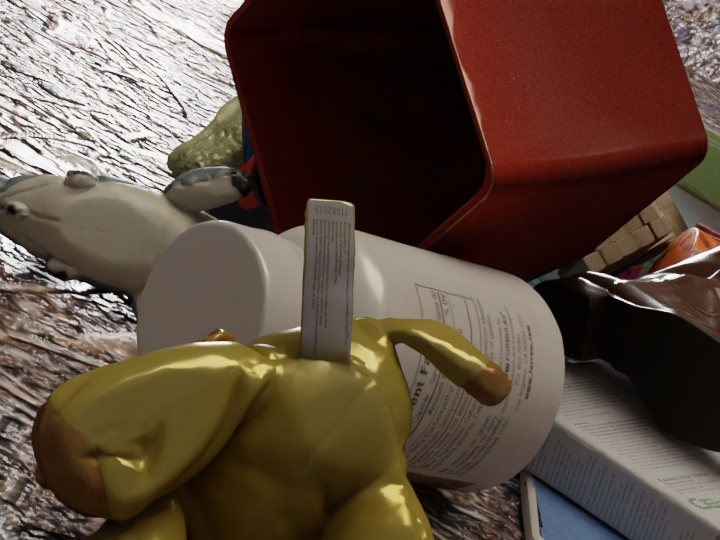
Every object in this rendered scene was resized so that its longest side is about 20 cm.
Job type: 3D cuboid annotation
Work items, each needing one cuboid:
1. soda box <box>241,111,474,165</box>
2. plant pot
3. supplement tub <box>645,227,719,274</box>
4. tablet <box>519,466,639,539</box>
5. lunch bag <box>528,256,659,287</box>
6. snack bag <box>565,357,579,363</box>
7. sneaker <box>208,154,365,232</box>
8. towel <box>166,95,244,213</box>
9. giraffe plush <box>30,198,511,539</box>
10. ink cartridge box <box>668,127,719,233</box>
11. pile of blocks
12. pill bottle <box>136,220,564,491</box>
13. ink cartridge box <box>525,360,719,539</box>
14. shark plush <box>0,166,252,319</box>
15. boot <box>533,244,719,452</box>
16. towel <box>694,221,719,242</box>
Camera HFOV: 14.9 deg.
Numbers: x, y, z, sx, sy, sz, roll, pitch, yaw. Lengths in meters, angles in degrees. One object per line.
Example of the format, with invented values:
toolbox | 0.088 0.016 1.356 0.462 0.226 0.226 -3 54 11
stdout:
soda box | 0.030 -0.086 1.624 0.199 0.064 0.068 -2 48 -4
plant pot | 0.066 -0.090 1.478 0.176 0.200 0.200 -2 66 -32
supplement tub | 0.258 0.068 1.690 0.200 0.123 0.123 35 12 -6
tablet | 0.178 0.152 1.436 0.200 0.014 0.130 20 17 -5
lunch bag | 0.128 -0.026 1.909 0.160 0.077 0.200 18 16 -49
snack bag | 0.095 0.046 1.707 0.200 0.021 0.189 17 18 -49
sneaker | 0.000 0.000 1.545 0.200 0.085 0.075 33 14 18
towel | -0.002 -0.058 1.665 0.200 0.037 0.148 27 52 20
giraffe plush | -0.050 0.083 1.032 0.172 0.200 0.162 22 -15 -13
ink cartridge box | 0.271 -0.022 1.849 0.145 0.048 0.200 35 -5 45
pile of blocks | 0.152 -0.030 1.728 0.062 0.082 0.200 61 10 6
pill bottle | -0.005 0.039 1.325 0.200 0.115 0.114 15 19 -45
ink cartridge box | 0.173 0.097 1.501 0.196 0.043 0.200 -4 29 -47
shark plush | -0.146 -0.012 1.424 0.199 0.091 0.083 4 -1 -12
boot | 0.221 0.033 1.530 0.200 0.064 0.186 -8 30 -40
towel | 0.272 0.064 1.787 0.200 0.144 0.023 29 49 1
